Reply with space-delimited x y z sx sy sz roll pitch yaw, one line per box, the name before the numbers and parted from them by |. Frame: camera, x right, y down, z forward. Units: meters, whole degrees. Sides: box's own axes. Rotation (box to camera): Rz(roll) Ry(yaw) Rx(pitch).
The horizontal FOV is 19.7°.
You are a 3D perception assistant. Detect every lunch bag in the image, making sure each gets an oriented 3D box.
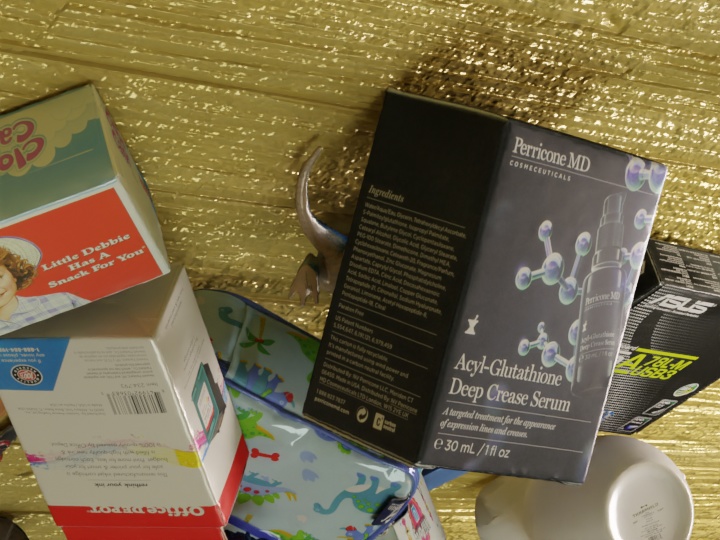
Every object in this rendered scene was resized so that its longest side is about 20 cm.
lunch bag | -0.064 0.113 1.367 0.199 0.083 0.161 29 135 -14

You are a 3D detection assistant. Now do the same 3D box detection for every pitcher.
pitcher | 0.206 0.186 1.691 0.171 0.122 0.200 -25 -177 -22

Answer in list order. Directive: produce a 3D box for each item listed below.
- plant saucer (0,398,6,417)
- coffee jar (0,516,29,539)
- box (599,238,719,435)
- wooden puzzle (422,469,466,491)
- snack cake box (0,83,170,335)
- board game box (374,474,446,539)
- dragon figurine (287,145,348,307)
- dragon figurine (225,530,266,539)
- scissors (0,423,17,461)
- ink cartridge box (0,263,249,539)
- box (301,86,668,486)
plant saucer | -0.294 0.072 1.291 0.198 0.033 0.201 -15 153 -8
coffee jar | -0.328 0.264 1.551 0.104 0.086 0.200 -1 149 -46
box | 0.207 0.054 1.551 0.199 0.048 0.193 11 143 -45
wooden puzzle | 0.011 0.147 1.596 0.184 0.047 0.200 -28 151 16
snack cake box | -0.216 -0.017 1.141 0.198 0.068 0.115 -20 150 1
board game box | -0.046 0.222 1.526 0.199 0.065 0.148 -22 -177 12
dragon figurine | 0.000 0.000 1.293 0.058 0.100 0.201 -17 115 22
dragon figurine | -0.116 0.214 1.394 0.199 0.059 0.100 -4 139 39
scissors | -0.250 0.123 1.432 0.199 0.014 0.073 -33 147 22
ink cartridge box | -0.142 0.093 1.266 0.115 0.068 0.201 -1 131 17
box | 0.074 0.012 1.216 0.148 0.202 0.107 10 -175 -43
